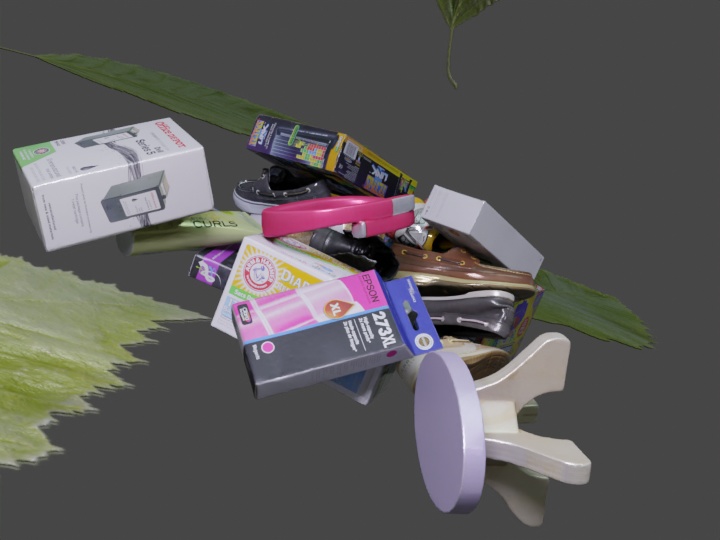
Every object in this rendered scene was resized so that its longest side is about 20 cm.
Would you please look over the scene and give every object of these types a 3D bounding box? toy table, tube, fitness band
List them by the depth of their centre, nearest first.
[{"bbox_3d":[0.123,0.147,0.880,0.116,0.186,0.200,3,25,-10],"label":"toy table"},{"bbox_3d":[-0.022,-0.061,1.096,0.142,0.038,0.199,1,9,36],"label":"fitness band"},{"bbox_3d":[-0.210,-0.053,1.224,0.198,0.052,0.059,-6,73,-39],"label":"tube"}]

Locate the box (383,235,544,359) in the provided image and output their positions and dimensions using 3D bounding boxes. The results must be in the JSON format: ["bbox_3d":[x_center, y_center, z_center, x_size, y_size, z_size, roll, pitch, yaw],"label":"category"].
[{"bbox_3d":[0.132,0.042,1.395,0.192,0.123,0.199,29,15,23],"label":"box"}]

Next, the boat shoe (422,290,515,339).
[{"bbox_3d":[0.109,0.067,1.236,0.199,0.058,0.067,-12,-27,42],"label":"boat shoe"}]

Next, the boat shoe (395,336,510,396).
[{"bbox_3d":[0.113,0.111,1.186,0.069,0.074,0.199,39,19,33],"label":"boat shoe"}]

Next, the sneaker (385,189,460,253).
[{"bbox_3d":[0.113,-0.057,1.348,0.082,0.078,0.199,33,26,24],"label":"sneaker"}]

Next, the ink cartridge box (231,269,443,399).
[{"bbox_3d":[-0.022,0.057,0.962,0.198,0.037,0.095,-12,56,-16],"label":"ink cartridge box"}]

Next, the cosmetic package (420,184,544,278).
[{"bbox_3d":[0.163,-0.042,1.273,0.082,0.051,0.200,20,-8,38],"label":"cosmetic package"}]

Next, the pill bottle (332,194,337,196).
[{"bbox_3d":[-0.072,-0.079,1.547,0.110,0.112,0.200,26,13,13],"label":"pill bottle"}]

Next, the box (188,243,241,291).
[{"bbox_3d":[-0.111,0.018,1.258,0.198,0.036,0.143,23,13,2],"label":"box"}]

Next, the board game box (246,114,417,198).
[{"bbox_3d":[-0.038,-0.149,1.373,0.164,0.057,0.199,17,-4,36],"label":"board game box"}]

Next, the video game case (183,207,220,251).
[{"bbox_3d":[-0.288,-0.087,1.344,0.199,0.046,0.180,32,16,31],"label":"video game case"}]

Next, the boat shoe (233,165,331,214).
[{"bbox_3d":[-0.114,-0.116,1.371,0.070,0.067,0.199,-27,29,-34],"label":"boat shoe"}]

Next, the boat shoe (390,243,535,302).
[{"bbox_3d":[0.125,0.001,1.237,0.197,0.068,0.072,5,-20,6],"label":"boat shoe"}]

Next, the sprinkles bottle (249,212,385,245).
[{"bbox_3d":[-0.061,-0.057,1.386,0.198,0.069,0.068,-4,6,16],"label":"sprinkles bottle"}]

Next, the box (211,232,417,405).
[{"bbox_3d":[-0.047,0.047,1.075,0.198,0.114,0.101,25,12,12],"label":"box"}]

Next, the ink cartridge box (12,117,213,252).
[{"bbox_3d":[-0.291,-0.106,1.140,0.198,0.085,0.145,-17,29,-22],"label":"ink cartridge box"}]

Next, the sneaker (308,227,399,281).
[{"bbox_3d":[0.001,-0.003,1.183,0.103,0.061,0.200,16,-16,21],"label":"sneaker"}]

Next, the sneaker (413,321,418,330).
[{"bbox_3d":[0.015,0.067,1.212,0.071,0.078,0.200,58,-14,-6],"label":"sneaker"}]
